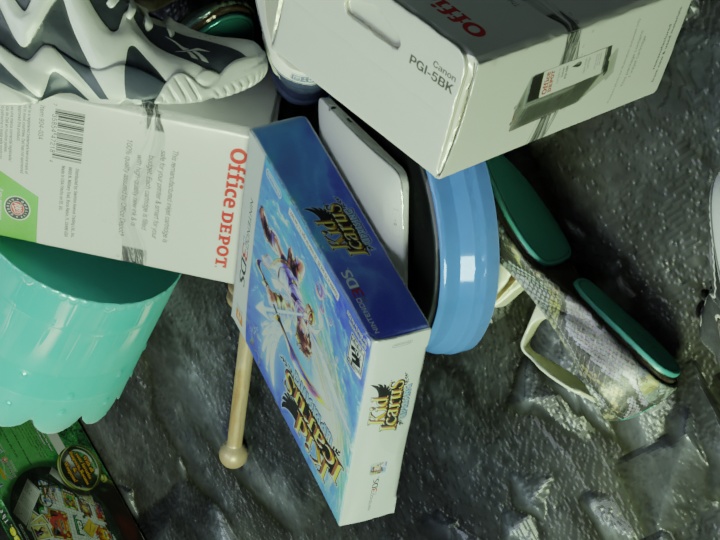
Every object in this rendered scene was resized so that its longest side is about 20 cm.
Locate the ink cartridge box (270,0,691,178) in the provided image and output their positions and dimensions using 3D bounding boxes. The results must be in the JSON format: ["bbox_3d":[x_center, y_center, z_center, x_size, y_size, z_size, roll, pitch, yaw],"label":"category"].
[{"bbox_3d":[0.070,-0.146,1.259,0.147,0.199,0.083,40,132,28],"label":"ink cartridge box"}]

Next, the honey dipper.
[{"bbox_3d":[-0.087,0.066,1.643,0.038,0.038,0.201,34,133,32],"label":"honey dipper"}]

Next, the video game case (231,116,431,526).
[{"bbox_3d":[-0.025,0.033,1.440,0.182,0.045,0.200,98,151,-46],"label":"video game case"}]

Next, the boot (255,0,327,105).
[{"bbox_3d":[-0.049,-0.212,1.454,0.090,0.072,0.201,119,148,-78],"label":"boot"}]

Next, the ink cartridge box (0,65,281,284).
[{"bbox_3d":[-0.160,-0.084,1.526,0.199,0.084,0.146,12,134,-1],"label":"ink cartridge box"}]

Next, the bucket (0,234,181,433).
[{"bbox_3d":[-0.237,0.002,1.652,0.207,0.207,0.135,49,129,20],"label":"bucket"}]

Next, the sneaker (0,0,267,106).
[{"bbox_3d":[-0.159,-0.173,1.410,0.080,0.198,0.130,-102,11,-79],"label":"sneaker"}]

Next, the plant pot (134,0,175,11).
[{"bbox_3d":[-0.208,-0.256,1.530,0.183,0.200,0.202,12,116,31],"label":"plant pot"}]

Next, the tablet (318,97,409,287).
[{"bbox_3d":[0.000,0.000,1.437,0.130,0.014,0.201,-132,36,-53],"label":"tablet"}]

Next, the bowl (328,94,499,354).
[{"bbox_3d":[0.027,-0.042,1.416,0.200,0.039,0.202,167,90,-70],"label":"bowl"}]

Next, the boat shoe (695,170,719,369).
[{"bbox_3d":[0.227,0.034,1.278,0.066,0.070,0.201,-4,111,45],"label":"boat shoe"}]

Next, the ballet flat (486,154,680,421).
[{"bbox_3d":[0.113,0.014,1.374,0.201,0.072,0.072,52,136,16],"label":"ballet flat"}]

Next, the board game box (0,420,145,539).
[{"bbox_3d":[-0.258,0.175,1.814,0.201,0.105,0.023,60,141,10],"label":"board game box"}]

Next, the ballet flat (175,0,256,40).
[{"bbox_3d":[-0.133,-0.134,1.583,0.074,0.074,0.200,48,132,20],"label":"ballet flat"}]
